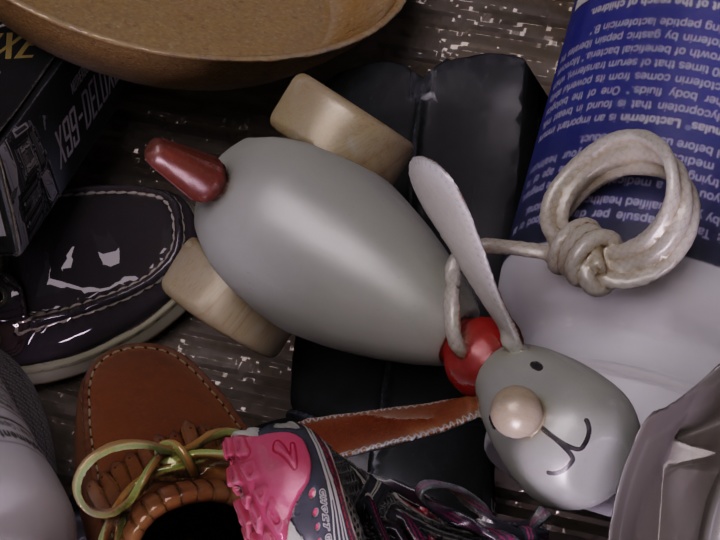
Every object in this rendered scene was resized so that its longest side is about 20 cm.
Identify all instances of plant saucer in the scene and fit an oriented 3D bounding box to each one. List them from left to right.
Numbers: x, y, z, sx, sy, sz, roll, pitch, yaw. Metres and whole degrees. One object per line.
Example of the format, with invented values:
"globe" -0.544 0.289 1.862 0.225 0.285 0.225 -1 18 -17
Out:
"plant saucer" -0.080 -0.124 0.987 0.199 0.036 0.201 12 35 -9

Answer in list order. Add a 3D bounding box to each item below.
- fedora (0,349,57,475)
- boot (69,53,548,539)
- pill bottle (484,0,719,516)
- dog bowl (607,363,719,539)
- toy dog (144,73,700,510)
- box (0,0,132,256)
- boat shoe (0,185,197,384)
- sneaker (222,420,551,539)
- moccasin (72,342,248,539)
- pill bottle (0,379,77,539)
"fedora" -0.197 0.110 0.933 0.176 0.090 0.200 33 70 24
"boot" -0.018 0.017 0.935 0.163 0.066 0.201 3 70 11
"pill bottle" 0.113 -0.019 0.884 0.115 0.116 0.201 10 70 20
"dog bowl" 0.174 0.093 0.764 0.198 0.059 0.202 -2 81 11
"toy dog" 0.000 0.000 0.822 0.199 0.096 0.133 9 81 41
"box" -0.199 -0.064 0.993 0.198 0.050 0.158 0 32 17
"boat shoe" -0.157 0.004 0.984 0.198 0.065 0.072 -9 64 13
"sneaker" 0.025 0.094 0.766 0.074 0.200 0.081 -30 51 14
"moccasin" -0.052 0.090 0.812 0.073 0.078 0.202 -9 41 -8
"pill bottle" -0.162 0.071 0.831 0.113 0.113 0.200 -34 62 -1
